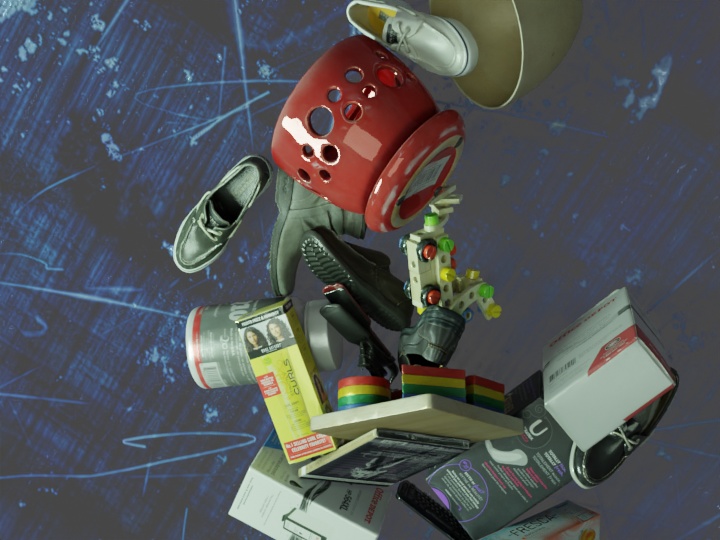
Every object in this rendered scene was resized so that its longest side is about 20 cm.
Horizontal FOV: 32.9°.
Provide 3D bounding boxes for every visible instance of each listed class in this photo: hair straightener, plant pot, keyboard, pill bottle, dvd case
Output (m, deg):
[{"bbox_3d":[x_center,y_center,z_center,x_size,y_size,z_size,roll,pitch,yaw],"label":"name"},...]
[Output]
[{"bbox_3d":[0.002,0.109,1.641,0.040,0.078,0.201,-13,132,23],"label":"hair straightener"},{"bbox_3d":[0.016,-0.158,1.514,0.182,0.200,0.201,41,108,16],"label":"plant pot"},{"bbox_3d":[0.139,0.348,1.694,0.199,0.104,0.040,38,98,1],"label":"keyboard"},{"bbox_3d":[-0.129,0.096,1.670,0.197,0.114,0.116,-7,103,11],"label":"pill bottle"},{"bbox_3d":[0.191,-0.314,1.486,0.133,0.200,0.203,-22,102,-22],"label":"plant pot"},{"bbox_3d":[0.029,0.250,1.615,0.147,0.016,0.200,11,151,-30],"label":"dvd case"}]

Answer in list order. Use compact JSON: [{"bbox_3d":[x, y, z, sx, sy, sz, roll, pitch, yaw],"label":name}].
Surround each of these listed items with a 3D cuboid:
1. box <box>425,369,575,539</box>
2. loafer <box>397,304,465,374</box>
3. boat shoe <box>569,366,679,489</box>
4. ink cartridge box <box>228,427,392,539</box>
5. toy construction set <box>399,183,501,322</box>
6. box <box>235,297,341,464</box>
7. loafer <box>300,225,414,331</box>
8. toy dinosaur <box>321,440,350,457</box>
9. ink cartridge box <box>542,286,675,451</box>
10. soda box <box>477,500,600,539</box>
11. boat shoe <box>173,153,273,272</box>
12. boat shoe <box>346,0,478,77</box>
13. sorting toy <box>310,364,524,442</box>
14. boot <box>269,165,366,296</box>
[{"bbox_3d":[0.202,0.252,1.652,0.199,0.106,0.123,-38,97,17],"label":"box"},{"bbox_3d":[0.081,0.113,1.603,0.072,0.200,0.073,21,66,2],"label":"loafer"},{"bbox_3d":[0.345,0.200,1.579,0.200,0.060,0.074,-44,102,-25],"label":"boat shoe"},{"bbox_3d":[-0.065,0.323,1.698,0.198,0.146,0.085,27,107,2],"label":"ink cartridge box"},{"bbox_3d":[0.113,-0.014,1.597,0.092,0.130,0.203,1,109,56],"label":"toy construction set"},{"bbox_3d":[-0.092,0.144,1.587,0.074,0.050,0.202,-17,98,14],"label":"box"},{"bbox_3d":[0.000,0.000,1.632,0.200,0.072,0.073,43,152,-27],"label":"loafer"},{"bbox_3d":[0.023,0.205,1.697,0.198,0.060,0.108,-21,91,-17],"label":"toy dinosaur"},{"bbox_3d":[0.311,0.121,1.552,0.146,0.200,0.083,-39,98,17],"label":"ink cartridge box"},{"bbox_3d":[0.236,0.375,1.636,0.063,0.198,0.069,16,112,48],"label":"soda box"},{"bbox_3d":[-0.196,-0.076,1.664,0.070,0.064,0.201,38,107,-1],"label":"boat shoe"},{"bbox_3d":[0.058,-0.292,1.508,0.200,0.069,0.072,39,129,36],"label":"boat shoe"},{"bbox_3d":[0.072,0.172,1.552,0.198,0.198,0.071,-16,66,39],"label":"sorting toy"},{"bbox_3d":[-0.053,-0.053,1.647,0.129,0.068,0.203,7,107,2],"label":"boot"}]
